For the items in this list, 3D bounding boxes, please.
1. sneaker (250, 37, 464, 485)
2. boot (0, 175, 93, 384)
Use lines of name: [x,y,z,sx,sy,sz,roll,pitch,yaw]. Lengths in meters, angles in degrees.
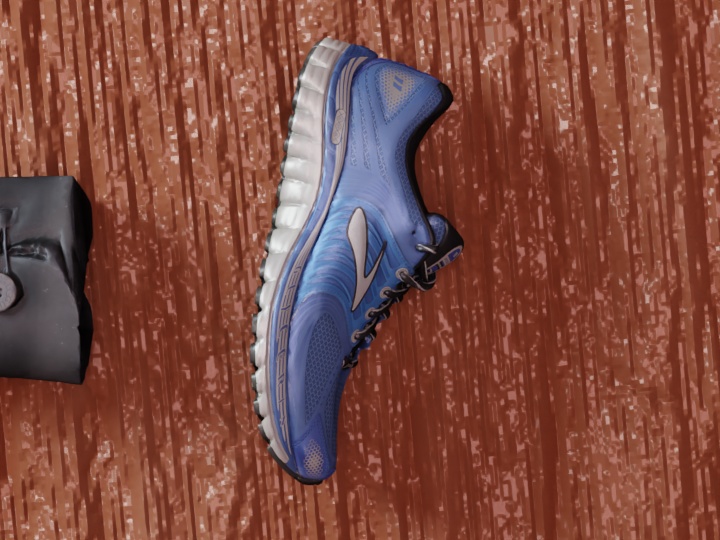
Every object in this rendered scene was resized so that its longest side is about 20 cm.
sneaker: [0.000,0.000,1.244,0.089,0.079,0.201,11,92,1]
boot: [-0.221,0.040,1.254,0.199,0.066,0.166,-1,94,-5]
